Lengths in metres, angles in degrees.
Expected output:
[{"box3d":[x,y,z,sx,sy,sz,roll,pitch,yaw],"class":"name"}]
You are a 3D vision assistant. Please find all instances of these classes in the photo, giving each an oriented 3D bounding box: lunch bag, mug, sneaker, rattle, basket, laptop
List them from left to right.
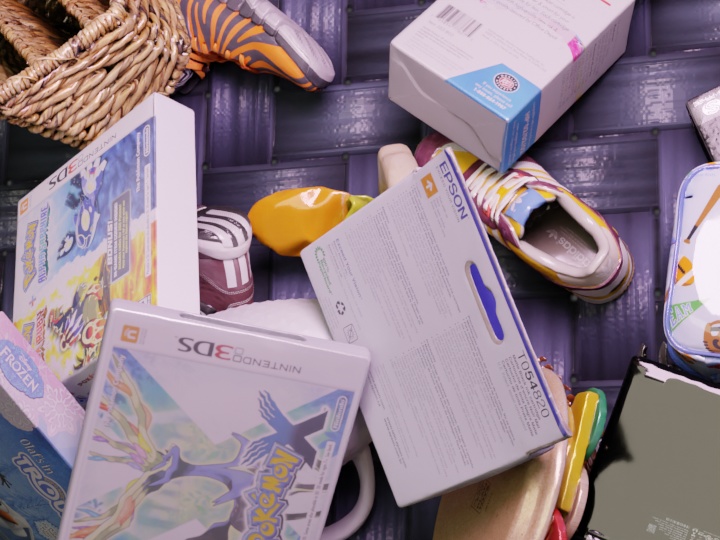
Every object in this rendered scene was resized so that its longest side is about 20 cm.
[{"box3d":[-0.243,-0.199,1.278,0.143,0.148,0.200,-59,39,14],"class":"basket"},{"box3d":[-0.159,0.004,1.296,0.199,0.075,0.117,13,122,45],"class":"sneaker"},{"box3d":[-0.112,-0.179,1.323,0.200,0.077,0.112,42,97,32],"class":"sneaker"},{"box3d":[-0.063,0.120,1.208,0.174,0.148,0.201,-19,104,13],"class":"mug"},{"box3d":[0.000,0.000,1.172,0.141,0.131,0.201,6,45,-14],"class":"rattle"},{"box3d":[0.117,-0.053,1.202,0.199,0.090,0.075,34,90,22],"class":"sneaker"},{"box3d":[0.245,0.188,1.087,0.186,0.116,0.202,20,87,21],"class":"laptop"},{"box3d":[0.307,0.002,1.080,0.198,0.076,0.162,6,71,18],"class":"lunch bag"}]

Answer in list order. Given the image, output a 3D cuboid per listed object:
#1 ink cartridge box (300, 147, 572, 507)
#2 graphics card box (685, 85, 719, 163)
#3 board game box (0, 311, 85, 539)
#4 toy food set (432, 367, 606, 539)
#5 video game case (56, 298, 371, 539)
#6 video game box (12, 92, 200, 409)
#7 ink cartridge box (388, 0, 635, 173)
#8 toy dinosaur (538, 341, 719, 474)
[{"box3d":[0.055,0.040,1.063,0.200,0.040,0.201,-32,77,54],"class":"ink cartridge box"},{"box3d":[0.330,-0.056,1.153,0.125,0.051,0.201,-26,73,12],"class":"graphics card box"},{"box3d":[-0.267,0.131,1.176,0.198,0.201,0.043,-15,30,42],"class":"board game box"},{"box3d":[0.104,0.165,1.118,0.048,0.198,0.202,21,75,-12],"class":"toy food set"},{"box3d":[-0.103,0.129,1.103,0.181,0.022,0.202,11,109,-13],"class":"video game case"},{"box3d":[-0.193,-0.005,1.198,0.182,0.047,0.201,-34,48,37],"class":"video game box"},{"box3d":[0.127,-0.181,1.217,0.115,0.068,0.200,36,64,21],"class":"ink cartridge box"},{"box3d":[0.200,0.130,1.138,0.199,0.102,0.136,34,107,1],"class":"toy dinosaur"}]
